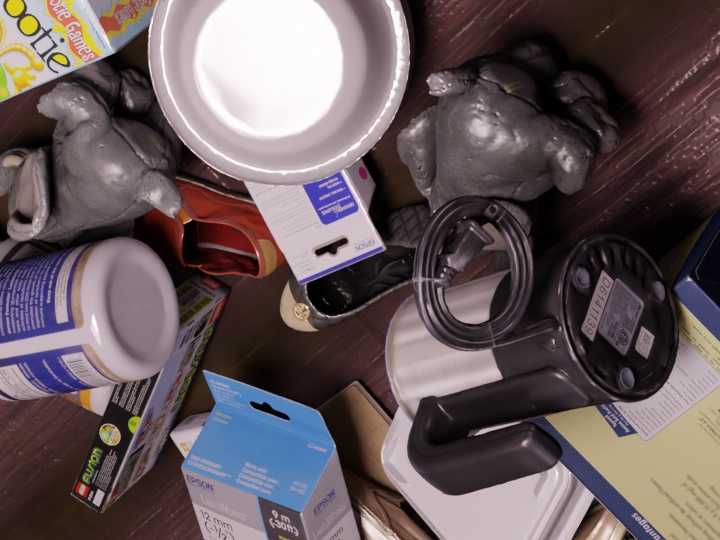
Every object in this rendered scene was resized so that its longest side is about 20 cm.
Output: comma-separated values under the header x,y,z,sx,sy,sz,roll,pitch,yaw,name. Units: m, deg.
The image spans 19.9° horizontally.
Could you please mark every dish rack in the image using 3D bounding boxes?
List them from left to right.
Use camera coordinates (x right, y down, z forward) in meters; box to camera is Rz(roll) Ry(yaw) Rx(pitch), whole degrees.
x,y,z,sx,sy,sz,roll,pitch,yaw,name
0.094,0.158,1.666,0.200,0.043,0.173,47,128,34,dish rack

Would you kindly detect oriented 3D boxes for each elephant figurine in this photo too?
x,y,z,sx,sy,sz,roll,pitch,yaw,name
-0.240,-0.066,1.706,0.141,0.155,0.200,39,118,-11,elephant figurine
0.091,-0.061,1.523,0.155,0.142,0.200,37,127,1,elephant figurine

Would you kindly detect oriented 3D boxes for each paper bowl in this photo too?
x,y,z,sx,sy,sz,roll,pitch,yaw,name
-0.060,-0.163,1.530,0.199,0.104,0.203,1,103,4,paper bowl

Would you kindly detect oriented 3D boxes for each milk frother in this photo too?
x,y,z,sx,sy,sz,roll,pitch,yaw,name
0.081,0.034,1.427,0.187,0.181,0.201,-19,111,48,milk frother

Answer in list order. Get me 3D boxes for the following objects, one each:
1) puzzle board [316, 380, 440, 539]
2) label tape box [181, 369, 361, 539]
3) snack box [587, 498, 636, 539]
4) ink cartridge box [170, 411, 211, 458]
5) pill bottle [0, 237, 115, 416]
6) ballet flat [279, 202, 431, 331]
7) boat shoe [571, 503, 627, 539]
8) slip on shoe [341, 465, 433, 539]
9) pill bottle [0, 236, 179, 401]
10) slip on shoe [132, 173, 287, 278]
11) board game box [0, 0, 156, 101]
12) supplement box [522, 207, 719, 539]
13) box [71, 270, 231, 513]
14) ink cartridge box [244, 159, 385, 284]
x,y,z,sx,sy,sz,roll,pitch,yaw,name
0.016,0.204,1.819,0.200,0.017,0.150,49,130,-5,puzzle board
-0.078,0.196,1.745,0.143,0.066,0.201,16,135,38,label tape box
0.191,0.247,1.736,0.116,0.037,0.201,-22,106,37,snack box
-0.088,0.215,1.855,0.094,0.037,0.201,-13,111,51,ink cartridge box
-0.280,0.039,1.812,0.199,0.116,0.117,24,128,14,pill bottle
0.000,0.000,1.674,0.199,0.057,0.067,-31,102,38,ballet flat
0.154,0.240,1.684,0.065,0.072,0.200,38,134,0,boat shoe
0.012,0.215,1.783,0.200,0.060,0.076,46,160,19,slip on shoe
-0.256,0.044,1.674,0.199,0.116,0.116,-11,113,31,pill bottle
-0.147,-0.036,1.730,0.198,0.061,0.075,13,126,23,slip on shoe
-0.268,-0.209,1.661,0.199,0.105,0.104,-18,109,34,board game box
0.266,0.095,1.538,0.200,0.134,0.200,45,129,-2,supplement box
-0.182,0.106,1.783,0.035,0.110,0.201,30,118,10,box
-0.055,-0.095,1.638,0.094,0.037,0.201,-22,98,36,ink cartridge box
